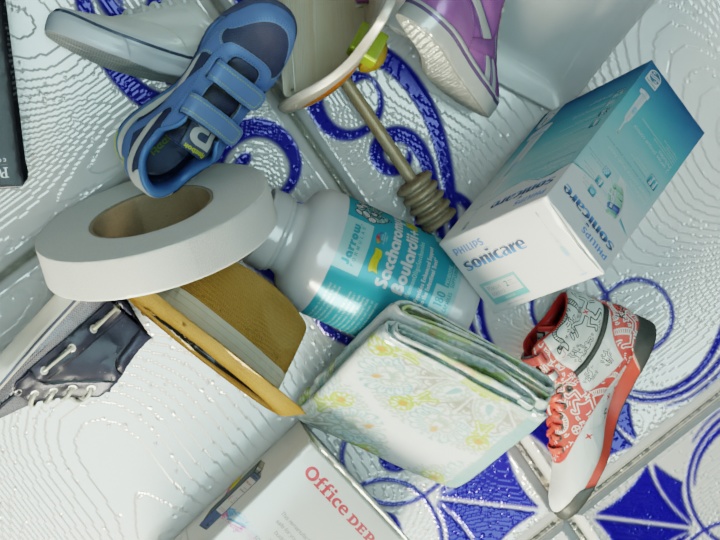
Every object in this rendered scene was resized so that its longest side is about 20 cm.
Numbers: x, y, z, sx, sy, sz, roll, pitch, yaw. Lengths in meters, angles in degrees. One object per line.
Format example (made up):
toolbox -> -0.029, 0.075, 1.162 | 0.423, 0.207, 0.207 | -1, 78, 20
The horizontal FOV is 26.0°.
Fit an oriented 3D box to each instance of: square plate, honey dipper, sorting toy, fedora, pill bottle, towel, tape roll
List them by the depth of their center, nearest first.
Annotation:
sorting toy -> -0.009, -0.244, 1.286 | 0.106, 0.180, 0.203 | -4, 88, -16
tape roll -> -0.167, -0.034, 1.286 | 0.201, 0.203, 0.037 | -17, 111, -8
fedora -> -0.111, 0.040, 1.318 | 0.200, 0.200, 0.082 | 39, 81, -13
square plate -> 0.144, -0.247, 1.355 | 0.197, 0.029, 0.200 | 25, 134, -13
towel -> 0.056, 0.112, 1.367 | 0.170, 0.200, 0.048 | 27, 51, -12
pill bottle -> 0.000, 0.000, 1.369 | 0.198, 0.111, 0.112 | 23, 92, -13
honey dipper -> 0.016, -0.123, 1.395 | 0.038, 0.038, 0.201 | -36, 101, -5

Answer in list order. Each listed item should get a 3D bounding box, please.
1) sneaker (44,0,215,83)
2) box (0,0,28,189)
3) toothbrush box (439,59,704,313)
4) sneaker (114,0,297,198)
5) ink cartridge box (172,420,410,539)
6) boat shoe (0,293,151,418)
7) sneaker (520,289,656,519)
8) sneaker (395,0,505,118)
sneaker -> -0.169, -0.201, 1.337 | 0.198, 0.073, 0.072 | 13, 85, -21
box -> -0.382, -0.159, 1.269 | 0.197, 0.124, 0.199 | -7, 101, -10
toothbrush box -> 0.181, -0.071, 1.336 | 0.086, 0.146, 0.200 | 50, 53, -12
sneaker -> -0.121, -0.136, 1.286 | 0.074, 0.083, 0.200 | 34, 110, -29
ink cartridge box -> -0.072, 0.258, 1.400 | 0.200, 0.088, 0.145 | -43, 103, -1
boat shoe -> -0.267, 0.094, 1.345 | 0.093, 0.075, 0.200 | 42, 88, -7
sneaker -> 0.187, 0.119, 1.445 | 0.107, 0.067, 0.203 | 24, 89, -12
sneaker -> 0.104, -0.209, 1.331 | 0.072, 0.201, 0.115 | 34, 83, 20
